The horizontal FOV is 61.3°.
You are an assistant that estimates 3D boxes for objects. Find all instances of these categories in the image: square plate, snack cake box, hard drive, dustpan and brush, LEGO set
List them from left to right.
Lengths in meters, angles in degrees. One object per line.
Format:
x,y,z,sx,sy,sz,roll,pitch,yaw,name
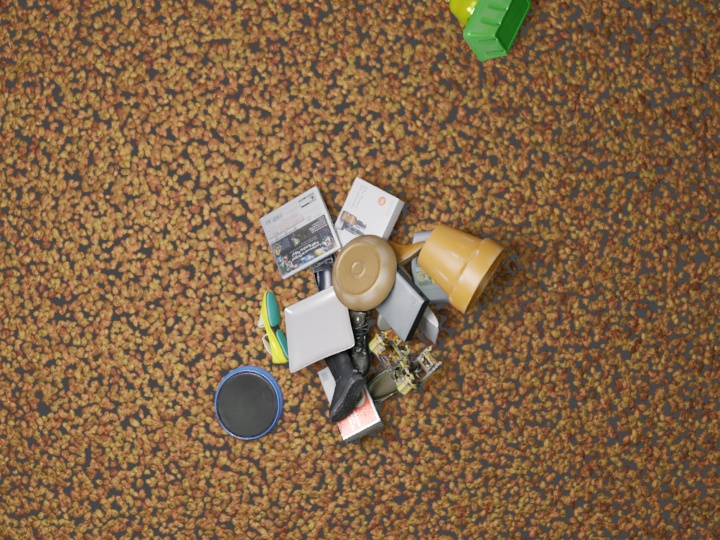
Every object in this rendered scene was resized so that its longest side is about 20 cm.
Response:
-0.110,0.153,1.618,0.193,0.029,0.205,-24,52,15,square plate
-0.027,0.348,1.653,0.112,0.068,0.204,-25,63,0,snack cake box
0.087,0.065,1.587,0.200,0.032,0.142,48,132,32,hard drive
0.126,0.220,1.598,0.116,0.152,0.202,-46,55,16,LEGO set
0.158,0.098,1.679,0.057,0.140,0.200,-41,71,-15,dustpan and brush

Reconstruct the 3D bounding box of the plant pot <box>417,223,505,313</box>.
0.257,-0.023,1.613,0.181,0.200,0.203,34,89,16,plant pot

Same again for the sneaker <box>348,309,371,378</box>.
-0.010,0.183,1.634,0.073,0.115,0.206,-2,61,1,sneaker

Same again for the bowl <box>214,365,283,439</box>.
-0.316,0.374,1.706,0.193,0.039,0.209,0,90,0,bowl

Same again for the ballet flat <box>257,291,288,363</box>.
-0.251,0.164,1.699,0.065,0.067,0.206,-17,92,21,ballet flat

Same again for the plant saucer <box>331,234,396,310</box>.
0.000,0.000,1.579,0.194,0.035,0.208,-9,72,28,plant saucer

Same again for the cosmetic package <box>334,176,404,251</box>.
0.012,-0.128,1.653,0.148,0.051,0.205,28,97,24,cosmetic package

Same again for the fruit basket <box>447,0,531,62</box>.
0.342,-0.710,1.685,0.211,0.154,0.223,-17,61,33,fruit basket

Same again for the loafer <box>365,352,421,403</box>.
0.087,0.301,1.693,0.198,0.070,0.076,-39,90,-1,loafer

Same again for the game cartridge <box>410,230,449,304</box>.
0.207,-0.009,1.714,0.128,0.041,0.208,-6,90,4,game cartridge

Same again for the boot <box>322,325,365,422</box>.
-0.071,0.271,1.615,0.064,0.201,0.168,7,124,-39,boot

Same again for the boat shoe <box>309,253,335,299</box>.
-0.104,-0.012,1.698,0.072,0.062,0.208,-8,89,1,boat shoe

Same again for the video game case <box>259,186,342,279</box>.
-0.166,-0.103,1.680,0.196,0.023,0.187,-26,81,17,video game case

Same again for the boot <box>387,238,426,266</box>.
0.072,-0.072,1.681,0.198,0.071,0.147,-33,77,7,boot

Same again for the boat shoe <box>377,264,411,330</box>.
0.089,0.074,1.676,0.068,0.072,0.205,1,130,-23,boat shoe
